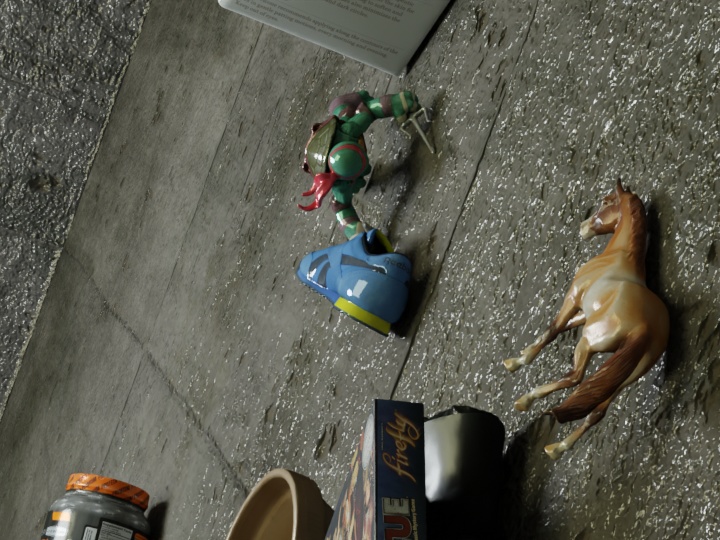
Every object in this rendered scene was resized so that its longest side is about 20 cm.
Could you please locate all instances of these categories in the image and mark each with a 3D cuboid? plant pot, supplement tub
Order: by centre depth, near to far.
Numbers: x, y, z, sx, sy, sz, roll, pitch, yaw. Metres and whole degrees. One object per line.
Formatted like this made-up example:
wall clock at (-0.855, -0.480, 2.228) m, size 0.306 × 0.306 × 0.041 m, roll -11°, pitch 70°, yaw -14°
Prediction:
plant pot at (-0.051, 0.263, 1.479) m, size 0.201 × 0.092 × 0.201 m, roll -162°, pitch 90°, yaw -73°
supplement tub at (-0.310, 0.339, 2.141) m, size 0.123 × 0.122 × 0.201 m, roll 148°, pitch 139°, yaw -63°

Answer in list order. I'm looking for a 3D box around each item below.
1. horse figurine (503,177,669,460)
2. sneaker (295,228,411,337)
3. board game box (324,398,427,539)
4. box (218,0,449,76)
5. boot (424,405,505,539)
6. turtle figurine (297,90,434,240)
horse figurine at (0.146, 0.036, 1.172) m, size 0.133 × 0.050 × 0.200 m, roll -46°, pitch 16°, yaw 17°
sneaker at (0.000, 0.000, 1.662) m, size 0.079 × 0.066 × 0.200 m, roll -64°, pitch 19°, yaw 1°
board game box at (0.006, 0.196, 1.242) m, size 0.200 × 0.034 × 0.136 m, roll 107°, pitch 166°, yaw -50°
box at (-0.010, -0.336, 1.812) m, size 0.171 × 0.198 × 0.200 m, roll -54°, pitch 24°, yaw 42°
boot at (0.067, 0.165, 1.247) m, size 0.200 × 0.076 × 0.169 m, roll 129°, pitch 151°, yaw -61°
turtle figurine at (-0.002, -0.104, 1.728) m, size 0.150 × 0.100 × 0.200 m, roll -65°, pitch 11°, yaw 9°
